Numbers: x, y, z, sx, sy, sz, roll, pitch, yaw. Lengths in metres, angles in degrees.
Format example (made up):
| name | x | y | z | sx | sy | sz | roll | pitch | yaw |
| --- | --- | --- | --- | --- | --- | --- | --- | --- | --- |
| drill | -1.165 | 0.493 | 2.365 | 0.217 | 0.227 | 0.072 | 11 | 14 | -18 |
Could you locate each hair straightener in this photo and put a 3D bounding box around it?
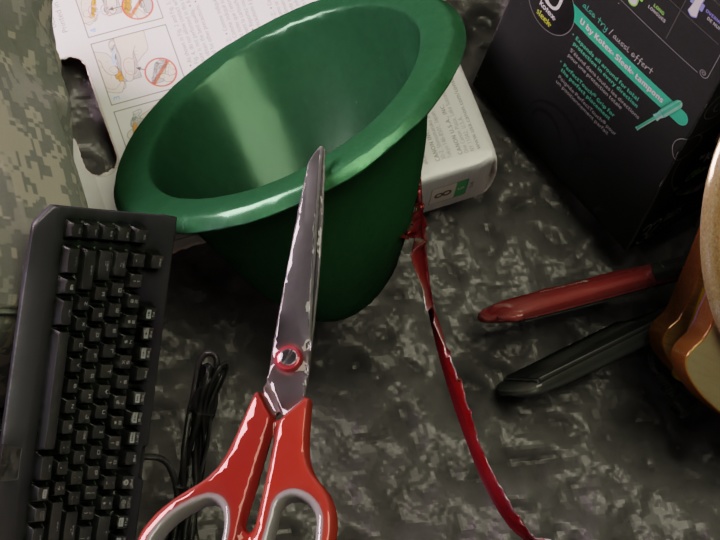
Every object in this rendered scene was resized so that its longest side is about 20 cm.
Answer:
| name | x | y | z | sx | sy | sz | roll | pitch | yaw |
| --- | --- | --- | --- | --- | --- | --- | --- | --- | --- |
| hair straightener | 0.148 | 0.031 | 1.099 | 0.200 | 0.041 | 0.077 | -16 | 96 | -33 |

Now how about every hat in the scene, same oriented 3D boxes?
| name | x | y | z | sx | sy | sz | roll | pitch | yaw |
| --- | --- | --- | --- | --- | --- | --- | --- | --- | --- |
| hat | 0.000 | 0.000 | 1.011 | 0.176 | 0.165 | 0.200 | 61 | 33 | -29 |

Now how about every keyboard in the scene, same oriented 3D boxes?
| name | x | y | z | sx | sy | sz | roll | pitch | yaw |
| --- | --- | --- | --- | --- | --- | --- | --- | --- | --- |
| keyboard | -0.096 | 0.076 | 0.918 | 0.127 | 0.021 | 0.200 | 3 | 96 | -53 |

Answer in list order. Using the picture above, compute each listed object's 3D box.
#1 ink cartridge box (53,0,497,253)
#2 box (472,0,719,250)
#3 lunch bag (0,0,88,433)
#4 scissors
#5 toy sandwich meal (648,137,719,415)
| name | x | y | z | sx | sy | sz | roll | pitch | yaw |
| --- | --- | --- | --- | --- | --- | --- | --- | --- | --- |
| ink cartridge box | -0.055 | -0.086 | 1.080 | 0.200 | 0.050 | 0.161 | -18 | 70 | -8 |
| box | 0.167 | -0.135 | 1.079 | 0.148 | 0.200 | 0.124 | -29 | 67 | -31 |
| lunch bag | -0.185 | -0.039 | 0.939 | 0.168 | 0.139 | 0.200 | 2 | 64 | -39 |
| scissors | -0.022 | 0.048 | 0.866 | 0.073 | 0.014 | 0.200 | 16 | 69 | 18 |
| toy sandwich meal | 0.220 | -0.018 | 1.062 | 0.205 | 0.070 | 0.206 | -4 | 99 | -28 |
